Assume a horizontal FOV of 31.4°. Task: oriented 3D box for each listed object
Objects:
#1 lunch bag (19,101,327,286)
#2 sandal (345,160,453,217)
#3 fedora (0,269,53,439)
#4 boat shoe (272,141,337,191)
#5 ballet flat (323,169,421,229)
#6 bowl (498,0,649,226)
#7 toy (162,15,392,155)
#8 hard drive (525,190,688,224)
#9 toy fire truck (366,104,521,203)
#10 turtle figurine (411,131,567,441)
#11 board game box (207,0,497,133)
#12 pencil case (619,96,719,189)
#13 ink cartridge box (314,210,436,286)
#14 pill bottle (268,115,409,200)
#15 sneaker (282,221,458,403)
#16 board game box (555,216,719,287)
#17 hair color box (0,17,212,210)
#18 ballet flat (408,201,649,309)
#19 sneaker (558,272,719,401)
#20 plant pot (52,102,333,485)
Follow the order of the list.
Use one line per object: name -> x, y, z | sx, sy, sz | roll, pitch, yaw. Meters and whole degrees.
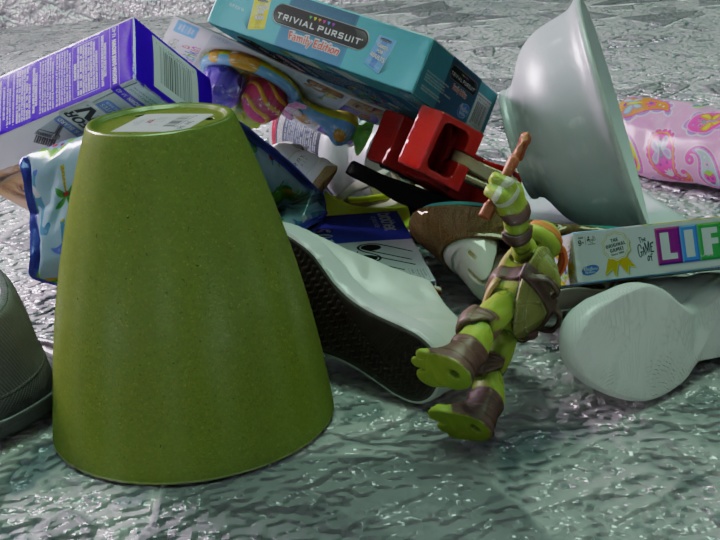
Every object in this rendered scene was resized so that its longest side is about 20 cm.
lunch bag -> -0.144, -0.044, 1.027 | 0.168, 0.129, 0.199 | -11, -9, 27
sandal -> 0.072, -0.038, 1.101 | 0.198, 0.046, 0.075 | 24, 1, 18
fedora -> -0.289, 0.048, 0.882 | 0.175, 0.091, 0.200 | -12, 20, -19
boat shoe -> -0.068, -0.088, 1.183 | 0.069, 0.071, 0.200 | 37, -9, -5
ballet flat -> 0.044, -0.065, 1.189 | 0.198, 0.068, 0.067 | -14, 20, -29
bowl -> 0.173, -0.118, 1.076 | 0.089, 0.203, 0.201 | -17, 15, 15
toy -> -0.083, -0.145, 1.107 | 0.198, 0.048, 0.115 | 19, -15, -15
hard drive -> 0.210, -0.050, 1.176 | 0.130, 0.026, 0.200 | -7, 19, -8
toy fire truck -> 0.082, -0.085, 1.056 | 0.199, 0.049, 0.140 | 23, 1, -42
turtle figurine -> 0.094, 0.027, 0.807 | 0.064, 0.201, 0.162 | 19, 56, 19
board game box -> -0.004, -0.174, 1.050 | 0.198, 0.047, 0.151 | 23, 1, 26
pencil case -> 0.341, -0.123, 1.286 | 0.087, 0.089, 0.199 | -19, 24, -38
ink cartridge box -> 0.000, 0.000, 1.040 | 0.093, 0.045, 0.200 | -5, 18, -6
pill bottle -> -0.004, -0.128, 1.305 | 0.118, 0.121, 0.200 | -12, 20, -24
sneaker -> 0.002, 0.025, 0.905 | 0.199, 0.073, 0.084 | 35, 31, 29
board game box -> 0.226, -0.015, 0.904 | 0.197, 0.035, 0.134 | -6, -3, -8
hair color box -> -0.232, -0.123, 1.048 | 0.198, 0.066, 0.109 | -17, -27, 24
ballet flat -> 0.128, -0.005, 1.004 | 0.197, 0.068, 0.073 | 10, 54, 11
sneaker -> 0.186, 0.038, 0.867 | 0.198, 0.076, 0.088 | -7, 11, -42
plant pot -> -0.115, 0.001, 0.815 | 0.185, 0.203, 0.187 | -3, 18, 1
